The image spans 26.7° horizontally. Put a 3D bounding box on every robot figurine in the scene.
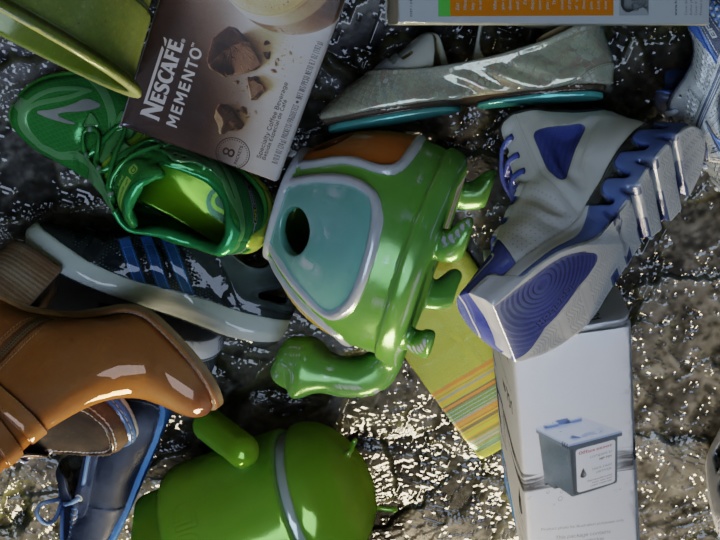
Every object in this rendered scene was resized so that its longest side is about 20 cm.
[{"bbox_3d":[-0.076,0.187,1.161,0.198,0.116,0.177,-20,124,13],"label":"robot figurine"}]

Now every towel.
[{"bbox_3d":[0.074,0.049,1.134,0.085,0.018,0.201,-31,114,13],"label":"towel"}]

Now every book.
[{"bbox_3d":[0.115,-0.216,0.919,0.197,0.048,0.136,-1,98,-9],"label":"book"}]

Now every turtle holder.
[{"bbox_3d":[0.004,-0.010,1.032,0.130,0.142,0.187,20,136,5],"label":"turtle holder"}]

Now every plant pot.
[{"bbox_3d":[-0.176,-0.231,0.874,0.198,0.200,0.192,26,89,-12],"label":"plant pot"}]

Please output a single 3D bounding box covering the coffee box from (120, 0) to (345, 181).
[{"bbox_3d":[-0.070,-0.174,0.970,0.112,0.080,0.202,19,118,-9],"label":"coffee box"}]

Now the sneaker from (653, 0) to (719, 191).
[{"bbox_3d":[0.240,-0.105,1.011,0.084,0.077,0.203,-2,113,15],"label":"sneaker"}]

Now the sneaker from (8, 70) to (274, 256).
[{"bbox_3d":[-0.149,-0.073,1.018,0.198,0.084,0.075,28,108,6],"label":"sneaker"}]

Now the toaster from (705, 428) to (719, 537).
[{"bbox_3d":[0.341,0.138,1.117,0.128,0.114,0.202,19,121,-6],"label":"toaster"}]

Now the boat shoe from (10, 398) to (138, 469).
[{"bbox_3d":[-0.254,0.111,1.108,0.198,0.073,0.073,6,127,29],"label":"boat shoe"}]

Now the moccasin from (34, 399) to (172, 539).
[{"bbox_3d":[-0.204,0.161,1.183,0.067,0.081,0.202,24,107,-4],"label":"moccasin"}]

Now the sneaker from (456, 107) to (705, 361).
[{"bbox_3d":[0.121,-0.038,0.982,0.199,0.115,0.081,-43,139,-21],"label":"sneaker"}]

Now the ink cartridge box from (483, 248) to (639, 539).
[{"bbox_3d":[0.142,0.098,1.069,0.085,0.147,0.203,-8,115,1],"label":"ink cartridge box"}]

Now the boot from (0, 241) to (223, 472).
[{"bbox_3d":[-0.206,0.086,1.012,0.198,0.155,0.074,27,148,12],"label":"boot"}]

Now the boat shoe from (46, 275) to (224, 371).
[{"bbox_3d":[-0.200,0.048,1.115,0.197,0.069,0.057,12,121,-7],"label":"boat shoe"}]

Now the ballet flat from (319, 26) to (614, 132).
[{"bbox_3d":[0.068,-0.134,1.010,0.197,0.067,0.063,-7,91,3],"label":"ballet flat"}]

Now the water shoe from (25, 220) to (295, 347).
[{"bbox_3d":[-0.138,-0.012,1.089,0.198,0.071,0.080,20,92,-7],"label":"water shoe"}]
